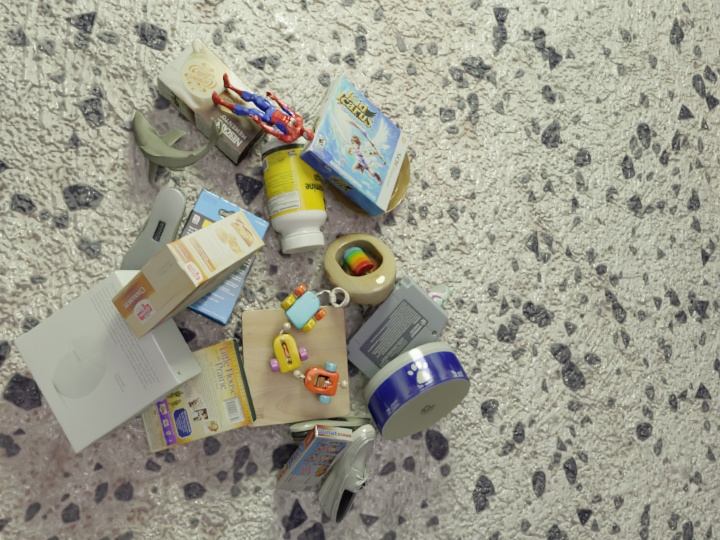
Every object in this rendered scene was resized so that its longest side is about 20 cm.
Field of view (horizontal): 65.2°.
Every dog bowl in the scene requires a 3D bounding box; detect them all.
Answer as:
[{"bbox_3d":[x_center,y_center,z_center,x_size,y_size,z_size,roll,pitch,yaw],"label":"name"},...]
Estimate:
[{"bbox_3d":[0.107,0.229,1.061,0.194,0.203,0.080,-19,55,-19],"label":"dog bowl"}]

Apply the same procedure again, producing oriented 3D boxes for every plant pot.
[{"bbox_3d":[0.012,-0.213,1.179,0.193,0.027,0.208,3,82,-19],"label":"plant pot"}]

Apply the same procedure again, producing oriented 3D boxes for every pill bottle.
[{"bbox_3d":[-0.124,-0.142,1.080,0.108,0.112,0.208,-8,86,-18],"label":"pill bottle"}]

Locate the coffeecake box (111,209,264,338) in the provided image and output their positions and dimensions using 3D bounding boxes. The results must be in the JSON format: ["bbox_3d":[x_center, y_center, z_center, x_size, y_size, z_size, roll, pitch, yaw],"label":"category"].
[{"bbox_3d":[-0.262,0.000,0.879,0.152,0.200,0.074,-36,95,27],"label":"coffeecake box"}]

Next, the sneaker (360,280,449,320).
[{"bbox_3d":[0.081,0.038,1.144,0.196,0.077,0.143,-28,93,-19],"label":"sneaker"}]

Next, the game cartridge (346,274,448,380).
[{"bbox_3d":[0.070,0.125,1.080,0.133,0.041,0.201,42,105,-1],"label":"game cartridge"}]

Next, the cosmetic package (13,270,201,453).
[{"bbox_3d":[-0.401,0.139,0.916,0.196,0.123,0.203,-31,89,3],"label":"cosmetic package"}]

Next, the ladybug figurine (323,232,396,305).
[{"bbox_3d":[0.000,0.000,1.083,0.132,0.201,0.074,-23,129,-9],"label":"ladybug figurine"}]

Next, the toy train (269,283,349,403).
[{"bbox_3d":[-0.087,0.128,1.014,0.145,0.055,0.208,8,89,-14],"label":"toy train"}]

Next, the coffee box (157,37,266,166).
[{"bbox_3d":[-0.271,-0.316,1.070,0.199,0.079,0.115,43,73,-8],"label":"coffee box"}]

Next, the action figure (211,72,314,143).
[{"bbox_3d":[-0.169,-0.282,1.008,0.195,0.052,0.067,28,70,1],"label":"action figure"}]

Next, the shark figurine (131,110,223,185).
[{"bbox_3d":[-0.341,-0.216,0.995,0.207,0.089,0.133,10,90,21],"label":"shark figurine"}]

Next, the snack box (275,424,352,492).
[{"bbox_3d":[-0.085,0.338,0.999,0.070,0.202,0.025,14,41,-22],"label":"snack box"}]

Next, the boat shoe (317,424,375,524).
[{"bbox_3d":[-0.017,0.375,1.025,0.071,0.068,0.204,12,114,-46],"label":"boat shoe"}]

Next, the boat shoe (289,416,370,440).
[{"bbox_3d":[-0.052,0.307,1.040,0.197,0.072,0.063,15,73,-52],"label":"boat shoe"}]

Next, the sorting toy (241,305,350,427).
[{"bbox_3d":[-0.126,0.176,1.064,0.193,0.069,0.207,-2,84,-18],"label":"sorting toy"}]

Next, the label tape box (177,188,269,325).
[{"bbox_3d":[-0.272,-0.022,1.042,0.141,0.063,0.206,25,77,-13],"label":"label tape box"}]

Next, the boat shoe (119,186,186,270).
[{"bbox_3d":[-0.369,-0.058,1.014,0.070,0.066,0.205,22,98,-10],"label":"boat shoe"}]

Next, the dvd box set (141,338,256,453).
[{"bbox_3d":[-0.292,0.219,0.986,0.193,0.029,0.151,-17,88,4],"label":"dvd box set"}]

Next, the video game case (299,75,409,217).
[{"bbox_3d":[-0.004,-0.239,1.095,0.198,0.045,0.186,35,61,-28],"label":"video game case"}]
